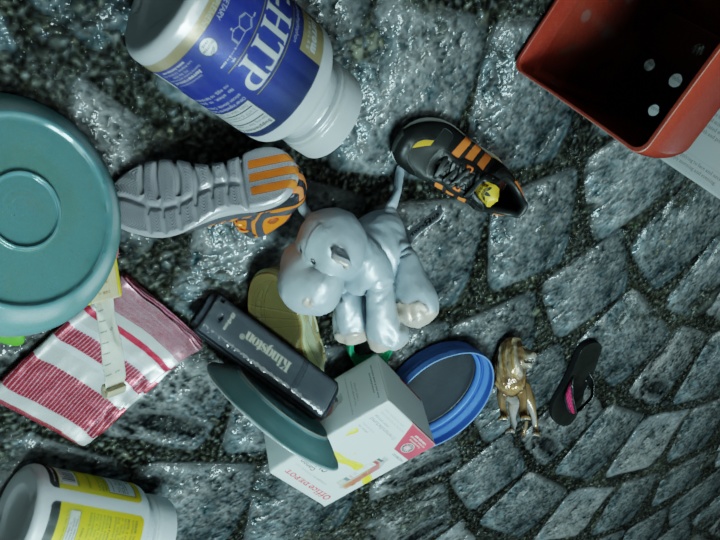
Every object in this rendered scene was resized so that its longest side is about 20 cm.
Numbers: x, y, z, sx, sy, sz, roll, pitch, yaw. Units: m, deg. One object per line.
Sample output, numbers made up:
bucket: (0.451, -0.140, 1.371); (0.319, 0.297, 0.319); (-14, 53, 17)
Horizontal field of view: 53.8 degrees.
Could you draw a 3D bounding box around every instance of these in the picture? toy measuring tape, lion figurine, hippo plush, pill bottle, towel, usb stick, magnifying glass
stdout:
toy measuring tape: (-0.266, 0.019, 0.686); (0.072, 0.073, 0.207); (-10, 99, -24)
lion figurine: (0.259, 0.198, 1.177); (0.070, 0.126, 0.201); (-5, 152, 12)
hippo plush: (0.000, 0.000, 0.776); (0.202, 0.160, 0.159); (-52, 154, 17)
pill bottle: (-0.331, 0.313, 0.871); (0.115, 0.115, 0.198); (-49, 133, 12)
towel: (-0.292, 0.108, 0.801); (0.199, 0.023, 0.144); (-40, 134, 2)
usb stick: (-0.110, 0.103, 0.838); (0.199, 0.032, 0.056); (39, 70, -15)
magnifying glass: (0.014, 0.141, 1.020); (0.078, 0.022, 0.205); (-15, 128, -22)
pill bottle: (-0.093, -0.187, 0.626); (0.198, 0.120, 0.120); (28, 107, -43)

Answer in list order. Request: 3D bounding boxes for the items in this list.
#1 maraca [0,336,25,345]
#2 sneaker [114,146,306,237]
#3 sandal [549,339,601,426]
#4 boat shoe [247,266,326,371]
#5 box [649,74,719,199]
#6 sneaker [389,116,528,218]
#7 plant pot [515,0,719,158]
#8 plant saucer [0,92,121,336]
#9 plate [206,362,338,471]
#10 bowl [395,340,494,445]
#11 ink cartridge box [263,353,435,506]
maraca: (-0.358, -0.001, 0.612); (0.135, 0.108, 0.200); (-32, 131, 13)
sneaker: (-0.147, -0.063, 0.718); (0.194, 0.080, 0.112); (-5, 167, 5)
sandal: (0.398, 0.218, 1.297); (0.073, 0.045, 0.204); (-11, 129, -25)
boat shoe: (-0.083, 0.066, 0.877); (0.071, 0.064, 0.204); (1, 133, 23)
box: (0.507, -0.176, 0.950); (0.196, 0.200, 0.133); (6, 122, -34)
sneaker: (0.125, -0.116, 0.837); (0.197, 0.090, 0.071); (16, 116, -39)
plant pot: (0.335, -0.246, 0.808); (0.174, 0.200, 0.202); (11, 119, -49)
plant saucer: (-0.284, -0.049, 0.591); (0.197, 0.027, 0.207); (8, 80, -49)
plate: (-0.098, 0.164, 0.845); (0.026, 0.199, 0.199); (-52, 134, -2)
bowl: (0.118, 0.195, 1.111); (0.196, 0.040, 0.205); (-17, 131, -20)
ink cartridge box: (-0.017, 0.228, 0.989); (0.197, 0.085, 0.145); (-32, 133, 13)
